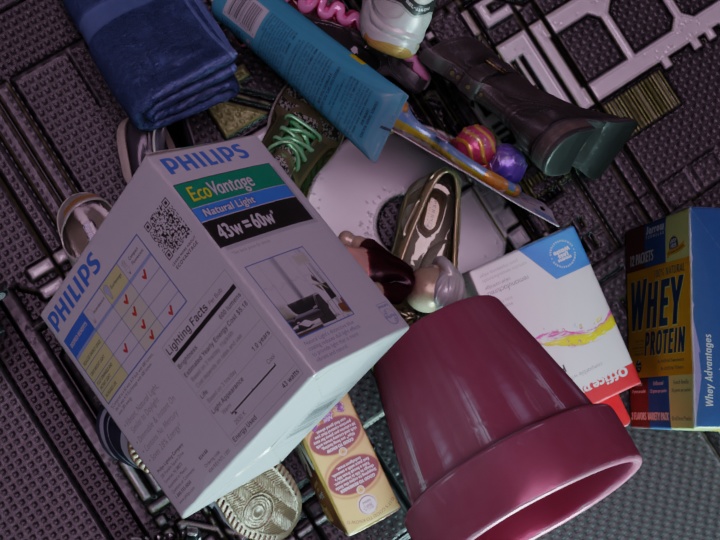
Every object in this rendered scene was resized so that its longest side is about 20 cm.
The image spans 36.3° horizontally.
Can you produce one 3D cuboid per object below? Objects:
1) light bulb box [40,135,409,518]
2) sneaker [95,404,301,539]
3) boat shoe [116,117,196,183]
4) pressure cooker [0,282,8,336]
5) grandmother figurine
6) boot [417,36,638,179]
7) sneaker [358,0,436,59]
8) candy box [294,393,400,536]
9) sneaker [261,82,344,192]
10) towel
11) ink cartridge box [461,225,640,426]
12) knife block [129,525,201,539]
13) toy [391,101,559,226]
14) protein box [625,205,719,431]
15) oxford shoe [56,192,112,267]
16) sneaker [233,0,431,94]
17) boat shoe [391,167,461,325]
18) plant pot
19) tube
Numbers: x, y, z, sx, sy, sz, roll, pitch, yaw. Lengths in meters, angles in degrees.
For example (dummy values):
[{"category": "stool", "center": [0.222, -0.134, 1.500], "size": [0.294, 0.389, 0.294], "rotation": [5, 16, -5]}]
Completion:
[{"category": "light bulb box", "center": [-0.108, 0.039, 0.837], "size": [0.200, 0.198, 0.124], "rotation": [51, 35, 13]}, {"category": "sneaker", "center": [-0.144, 0.169, 0.968], "size": [0.200, 0.108, 0.070], "rotation": [40, 73, -34]}, {"category": "boat shoe", "center": [-0.161, -0.053, 0.977], "size": [0.072, 0.062, 0.202], "rotation": [-6, 77, -56]}, {"category": "pressure cooker", "center": [-0.395, 0.023, 0.883], "size": [0.175, 0.179, 0.201], "rotation": [-24, 87, 18]}, {"category": "grandmother figurine", "center": [0.000, 0.000, 0.954], "size": [0.198, 0.122, 0.061], "rotation": [15, 123, -14]}, {"category": "boot", "center": [0.163, -0.166, 1.049], "size": [0.174, 0.199, 0.069], "rotation": [45, 117, 25]}, {"category": "sneaker", "center": [0.039, -0.285, 1.009], "size": [0.075, 0.088, 0.201], "rotation": [10, 45, -24]}, {"category": "candy box", "center": [-0.039, 0.125, 0.961], "size": [0.056, 0.117, 0.201], "rotation": [-26, 87, -12]}, {"category": "sneaker", "center": [-0.064, -0.101, 0.991], "size": [0.077, 0.089, 0.201], "rotation": [28, 88, -8]}, {"category": "towel", "center": [-0.193, -0.222, 0.980], "size": [0.111, 0.049, 0.201], "rotation": [-27, 66, -11]}, {"category": "ink cartridge box", "center": [0.181, 0.074, 1.033], "size": [0.115, 0.067, 0.201], "rotation": [-23, 88, -12]}, {"category": "knife block", "center": [-0.146, 0.308, 0.886], "size": [0.063, 0.176, 0.202], "rotation": [-8, 84, -10]}, {"category": "toy", "center": [0.100, -0.115, 1.016], "size": [0.199, 0.115, 0.047], "rotation": [26, 104, -4]}, {"category": "protein box", "center": [0.372, 0.051, 1.036], "size": [0.198, 0.135, 0.200], "rotation": [2, 82, -10]}, {"category": "oxford shoe", "center": [-0.209, 0.018, 0.975], "size": [0.075, 0.058, 0.201], "rotation": [-30, 90, -15]}, {"category": "sneaker", "center": [-0.031, -0.208, 1.040], "size": [0.199, 0.079, 0.096], "rotation": [27, 100, -5]}, {"category": "boat shoe", "center": [0.059, 0.005, 1.022], "size": [0.073, 0.063, 0.202], "rotation": [15, 80, -8]}, {"category": "plant pot", "center": [0.104, 0.130, 0.916], "size": [0.199, 0.200, 0.180], "rotation": [-24, 67, -12]}, {"category": "tube", "center": [-0.046, -0.184, 0.957], "size": [0.200, 0.078, 0.050], "rotation": [43, 50, 15]}]
